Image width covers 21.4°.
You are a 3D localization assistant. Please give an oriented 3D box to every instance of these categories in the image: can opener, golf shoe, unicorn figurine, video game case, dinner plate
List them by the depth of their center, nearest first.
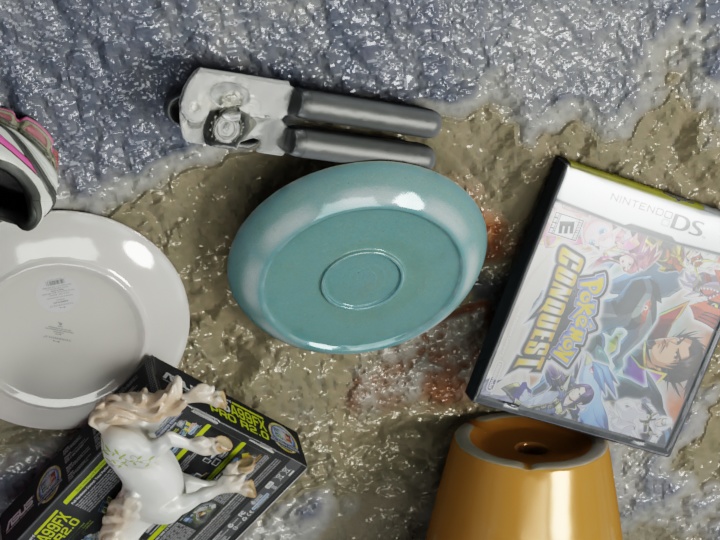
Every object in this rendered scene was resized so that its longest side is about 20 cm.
[{"bbox_3d":[-0.298,-0.093,1.313,0.199,0.092,0.073,23,117,-20],"label":"golf shoe"},{"bbox_3d":[-0.042,-0.109,1.376,0.198,0.067,0.054,7,99,-24],"label":"can opener"},{"bbox_3d":[-0.151,0.162,1.446,0.136,0.074,0.201,-14,116,6],"label":"unicorn figurine"},{"bbox_3d":[-0.229,0.045,1.452,0.198,0.024,0.202,-4,122,-7],"label":"dinner plate"},{"bbox_3d":[0.198,0.031,1.482,0.179,0.026,0.201,16,103,-19],"label":"video game case"}]

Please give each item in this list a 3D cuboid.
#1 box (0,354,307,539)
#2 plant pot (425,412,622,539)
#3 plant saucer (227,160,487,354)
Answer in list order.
[{"bbox_3d":[-0.165,0.177,1.519,0.160,0.044,0.200,31,113,-33],"label":"box"},{"bbox_3d":[0.131,0.221,1.534,0.198,0.200,0.185,-1,107,-8],"label":"plant pot"},{"bbox_3d":[0.000,0.000,1.429,0.198,0.028,0.201,-6,138,-6],"label":"plant saucer"}]
